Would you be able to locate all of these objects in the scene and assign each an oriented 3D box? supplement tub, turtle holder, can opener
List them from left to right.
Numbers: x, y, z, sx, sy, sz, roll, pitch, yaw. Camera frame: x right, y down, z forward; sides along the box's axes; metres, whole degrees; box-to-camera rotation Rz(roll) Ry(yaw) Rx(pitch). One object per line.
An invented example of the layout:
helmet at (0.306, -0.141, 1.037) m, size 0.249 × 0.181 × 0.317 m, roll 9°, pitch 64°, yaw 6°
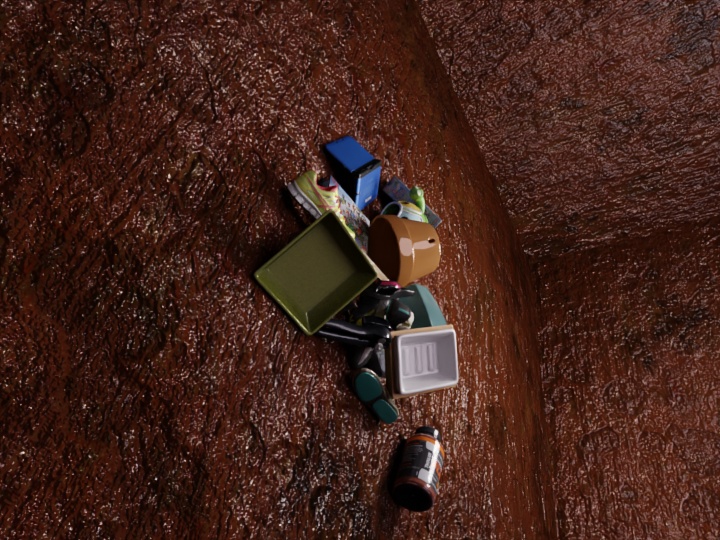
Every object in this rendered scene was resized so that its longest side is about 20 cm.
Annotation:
can opener at (-0.014, 0.141, 1.153) m, size 0.198 × 0.064 × 0.079 m, roll 9°, pitch 27°, yaw -29°
turtle holder at (0.134, -0.147, 1.527) m, size 0.132 × 0.185 × 0.141 m, roll 43°, pitch 15°, yaw -44°
supplement tub at (0.151, 0.485, 1.287) m, size 0.108 × 0.106 × 0.200 m, roll 63°, pitch 29°, yaw -20°

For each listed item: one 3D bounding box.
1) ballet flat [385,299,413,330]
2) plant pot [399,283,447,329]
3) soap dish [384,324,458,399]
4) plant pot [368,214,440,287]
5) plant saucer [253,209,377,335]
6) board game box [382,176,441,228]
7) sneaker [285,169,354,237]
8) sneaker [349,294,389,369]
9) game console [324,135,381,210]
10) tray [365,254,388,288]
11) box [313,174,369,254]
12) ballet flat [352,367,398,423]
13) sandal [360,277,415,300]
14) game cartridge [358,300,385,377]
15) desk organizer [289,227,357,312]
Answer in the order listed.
ballet flat at (0.095, 0.119, 1.265) m, size 0.200 × 0.068 × 0.069 m, roll 78°, pitch 30°, yaw -79°
plant pot at (0.159, 0.150, 1.464) m, size 0.141 × 0.140 × 0.202 m, roll 17°, pitch 54°, yaw -59°
soap dish at (0.146, 0.221, 1.275) m, size 0.198 × 0.081 × 0.159 m, roll -2°, pitch 88°, yaw -32°
plant pot at (0.121, -0.053, 1.379) m, size 0.139 × 0.200 × 0.202 m, roll -7°, pitch 79°, yaw -22°
plant saucer at (-0.091, 0.001, 1.053) m, size 0.200 × 0.200 × 0.048 m, roll 53°, pitch -6°, yaw -35°
board game box at (0.181, -0.202, 1.677) m, size 0.200 × 0.062 × 0.200 m, roll 47°, pitch 11°, yaw 13°
sneaker at (-0.072, -0.146, 1.170) m, size 0.200 × 0.090 × 0.078 m, roll 45°, pitch -1°, yaw -25°
sneaker at (0.006, 0.140, 1.251) m, size 0.075 × 0.084 × 0.201 m, roll 94°, pitch 16°, yaw -64°
game console at (-0.024, -0.276, 1.470) m, size 0.200 × 0.117 × 0.172 m, roll -46°, pitch 148°, yaw -60°
tray at (0.000, 0.000, 1.272) m, size 0.200 × 0.098 × 0.037 m, roll 46°, pitch 67°, yaw -43°
box at (-0.044, -0.129, 1.327) m, size 0.200 × 0.037 × 0.138 m, roll 46°, pitch 38°, yaw -43°
ballet flat at (0.030, 0.290, 1.231) m, size 0.063 × 0.067 × 0.201 m, roll -108°, pitch 172°, yaw -57°
sandal at (0.065, 0.039, 1.228) m, size 0.199 × 0.075 × 0.046 m, roll -2°, pitch 105°, yaw -53°
game cartridge at (0.047, 0.174, 1.341) m, size 0.133 × 0.041 × 0.202 m, roll 3°, pitch 73°, yaw -58°
desk organizer at (-0.081, 0.000, 1.150) m, size 0.200 × 0.071 × 0.077 m, roll 54°, pitch 30°, yaw -34°
